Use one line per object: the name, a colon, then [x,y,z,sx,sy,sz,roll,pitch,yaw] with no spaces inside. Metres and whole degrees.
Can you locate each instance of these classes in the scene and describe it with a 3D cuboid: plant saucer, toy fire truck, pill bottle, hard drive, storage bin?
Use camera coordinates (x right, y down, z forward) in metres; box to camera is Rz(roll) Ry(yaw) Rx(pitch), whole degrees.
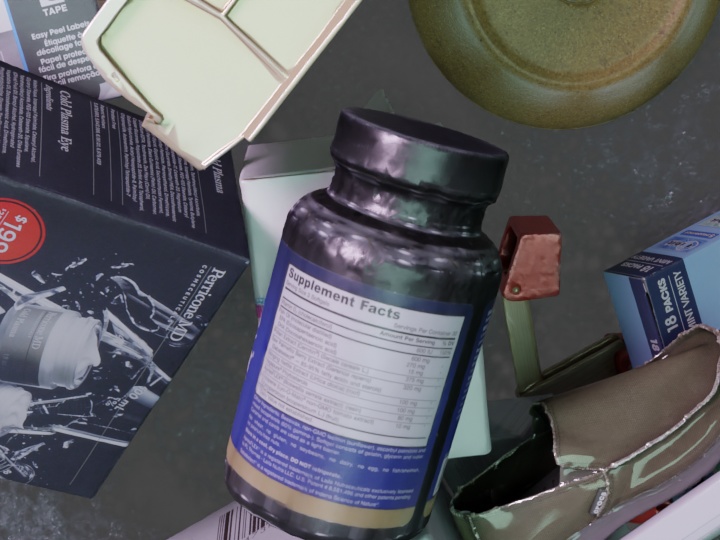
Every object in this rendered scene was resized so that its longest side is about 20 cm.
plant saucer: [0.127,-0.181,0.759,0.199,0.035,0.201,-1,105,-4]
toy fire truck: [0.152,0.068,0.820,0.141,0.049,0.201,2,105,-4]
pill bottle: [0.006,0.027,0.634,0.111,0.112,0.201,14,103,-8]
hard drive: [0.175,0.138,0.689,0.200,0.132,0.027,-41,72,22]
storage bin: [-0.051,-0.169,0.665,0.094,0.200,0.199,38,99,-15]

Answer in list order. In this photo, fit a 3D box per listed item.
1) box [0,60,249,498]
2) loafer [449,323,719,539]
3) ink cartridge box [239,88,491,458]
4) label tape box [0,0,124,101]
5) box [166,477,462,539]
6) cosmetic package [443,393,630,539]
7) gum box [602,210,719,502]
box: [-0.187,0.005,0.679,0.182,0.104,0.200,18,124,-28]
loafer: [0.130,0.097,0.693,0.200,0.075,0.070,-43,111,4]
ink cartridge box: [0.000,0.000,0.750,0.125,0.129,0.201,-7,104,-2]
label tape box: [-0.227,-0.181,0.718,0.144,0.063,0.201,-14,106,0]
box: [-0.021,0.213,0.767,0.199,0.200,0.131,-31,104,5]
cosmetic package: [0.129,0.175,0.826,0.082,0.051,0.200,-14,113,44]
gum box: [0.262,0.039,0.788,0.200,0.045,0.170,-26,107,-21]
